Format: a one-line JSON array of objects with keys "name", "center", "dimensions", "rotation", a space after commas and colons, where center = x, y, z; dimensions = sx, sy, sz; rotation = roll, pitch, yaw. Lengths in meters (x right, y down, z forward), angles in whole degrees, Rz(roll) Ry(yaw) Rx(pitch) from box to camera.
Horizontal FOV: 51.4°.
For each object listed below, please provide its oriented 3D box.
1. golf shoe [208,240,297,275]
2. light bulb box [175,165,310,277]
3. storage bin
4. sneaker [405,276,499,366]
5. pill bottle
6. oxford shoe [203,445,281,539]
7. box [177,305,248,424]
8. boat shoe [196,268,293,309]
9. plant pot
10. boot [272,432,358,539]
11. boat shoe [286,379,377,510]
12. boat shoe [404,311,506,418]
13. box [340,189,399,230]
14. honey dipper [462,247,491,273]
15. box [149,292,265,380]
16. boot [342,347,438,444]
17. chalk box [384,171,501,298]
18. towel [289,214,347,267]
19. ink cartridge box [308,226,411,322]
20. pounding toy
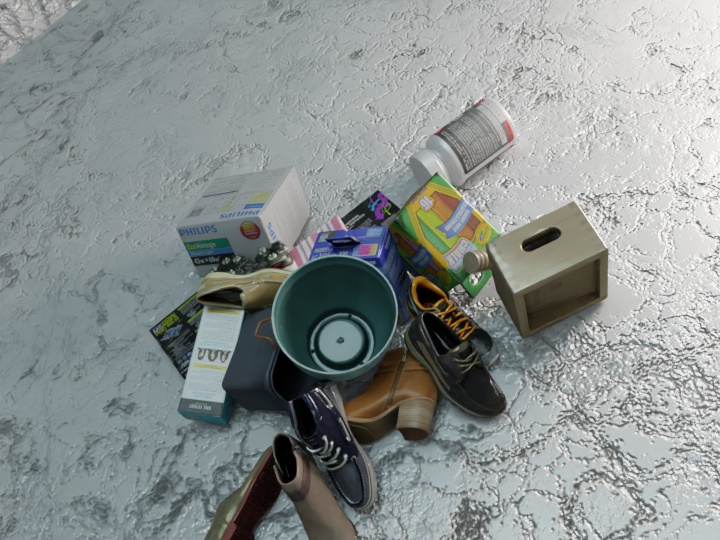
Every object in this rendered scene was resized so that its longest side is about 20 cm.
[{"name": "golf shoe", "center": [-0.209, 0.015, 1.425], "dimensions": [0.198, 0.089, 0.078], "rotation": [-14, 38, 26]}, {"name": "light bulb box", "center": [-0.232, -0.101, 1.520], "dimensions": [0.196, 0.126, 0.201], "rotation": [-6, 34, 22]}, {"name": "storage bin", "center": [-0.154, 0.146, 1.296], "dimensions": [0.133, 0.146, 0.202], "rotation": [-11, 46, 30]}, {"name": "sneaker", "center": [0.145, 0.085, 1.232], "dimensions": [0.078, 0.078, 0.199], "rotation": [-41, 59, -18]}, {"name": "pill bottle", "center": [0.201, -0.241, 1.480], "dimensions": [0.199, 0.114, 0.114], "rotation": [-36, 45, -9]}, {"name": "oxford shoe", "center": [-0.184, 0.355, 1.163], "dimensions": [0.074, 0.071, 0.201], "rotation": [7, 53, 36]}, {"name": "box", "center": [-0.259, 0.167, 1.339], "dimensions": [0.081, 0.049, 0.203], "rotation": [5, 64, 10]}, {"name": "boat shoe", "center": [-0.198, 0.045, 1.347], "dimensions": [0.197, 0.073, 0.076], "rotation": [-4, 26, 9]}, {"name": "plant pot", "center": [-0.037, 0.096, 1.220], "dimensions": [0.197, 0.135, 0.203], "rotation": [-2, 62, 3]}, {"name": "boot", "center": [-0.073, 0.333, 1.074], "dimensions": [0.070, 0.147, 0.201], "rotation": [-31, 44, -4]}, {"name": "boat shoe", "center": [-0.047, 0.264, 1.101], "dimensions": [0.074, 0.092, 0.202], "rotation": [-31, 77, 23]}, {"name": "boat shoe", "center": [0.146, 0.143, 1.154], "dimensions": [0.074, 0.074, 0.200], "rotation": [-34, 65, -32]}, {"name": "box", "center": [0.036, -0.063, 1.456], "dimensions": [0.142, 0.036, 0.200], "rotation": [-37, 47, -8]}, {"name": "honey dipper", "center": [0.254, -0.027, 1.256], "dimensions": [0.198, 0.038, 0.038], "rotation": [-10, 33, -36]}, {"name": "box", "center": [-0.294, 0.105, 1.454], "dimensions": [0.199, 0.044, 0.160], "rotation": [-40, 45, -13]}, {"name": "boot", "center": [0.029, 0.195, 1.208], "dimensions": [0.197, 0.074, 0.156], "rotation": [0, 49, 14]}, {"name": "chalk box", "center": [0.147, -0.043, 1.294], "dimensions": [0.200, 0.124, 0.125], "rotation": [43, 69, -3]}, {"name": "towel", "center": [-0.100, -0.007, 1.447], "dimensions": [0.199, 0.030, 0.147], "rotation": [-36, 43, 9]}, {"name": "ink cartridge box", "center": [0.000, 0.000, 1.295], "dimensions": [0.135, 0.201, 0.077], "rotation": [-3, 44, 24]}, {"name": "pounding toy", "center": [0.311, -0.016, 1.199], "dimensions": [0.198, 0.185, 0.143], "rotation": [-26, 56, 2]}]
